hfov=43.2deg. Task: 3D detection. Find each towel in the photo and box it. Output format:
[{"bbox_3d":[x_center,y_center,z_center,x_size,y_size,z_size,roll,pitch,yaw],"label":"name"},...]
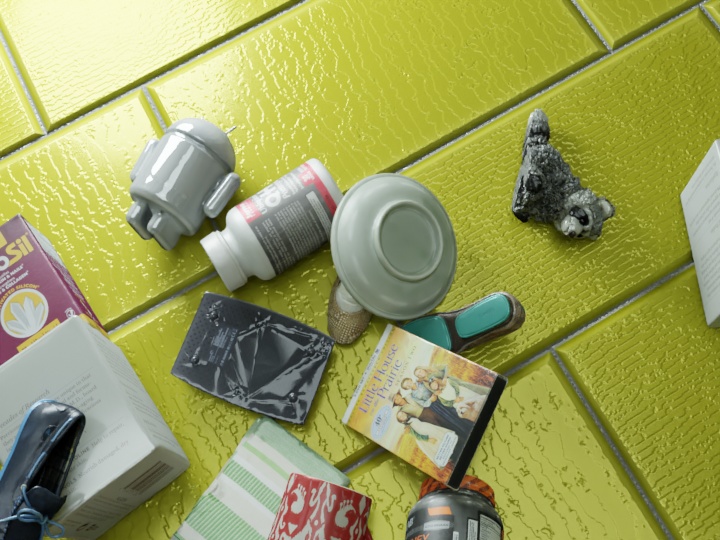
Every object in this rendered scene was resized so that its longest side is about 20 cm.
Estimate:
[{"bbox_3d":[-0.129,0.308,1.174,0.151,0.023,0.201,34,74,13],"label":"towel"}]

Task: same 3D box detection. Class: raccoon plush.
[{"bbox_3d":[0.294,-0.136,1.279,0.131,0.097,0.204,14,71,0],"label":"raccoon plush"}]

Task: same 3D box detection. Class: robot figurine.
[{"bbox_3d":[-0.250,-0.131,1.290,0.167,0.113,0.203,23,72,18],"label":"robot figurine"}]

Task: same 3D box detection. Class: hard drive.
[{"bbox_3d":[-0.143,0.121,1.231,0.196,0.042,0.137,19,72,10],"label":"hard drive"}]

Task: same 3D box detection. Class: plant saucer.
[{"bbox_3d":[0.057,-0.036,1.224,0.196,0.050,0.205,5,79,-27],"label":"plant saucer"}]

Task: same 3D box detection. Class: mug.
[{"bbox_3d":[-0.052,0.366,1.103,0.131,0.177,0.204,3,69,39],"label":"mug"}]

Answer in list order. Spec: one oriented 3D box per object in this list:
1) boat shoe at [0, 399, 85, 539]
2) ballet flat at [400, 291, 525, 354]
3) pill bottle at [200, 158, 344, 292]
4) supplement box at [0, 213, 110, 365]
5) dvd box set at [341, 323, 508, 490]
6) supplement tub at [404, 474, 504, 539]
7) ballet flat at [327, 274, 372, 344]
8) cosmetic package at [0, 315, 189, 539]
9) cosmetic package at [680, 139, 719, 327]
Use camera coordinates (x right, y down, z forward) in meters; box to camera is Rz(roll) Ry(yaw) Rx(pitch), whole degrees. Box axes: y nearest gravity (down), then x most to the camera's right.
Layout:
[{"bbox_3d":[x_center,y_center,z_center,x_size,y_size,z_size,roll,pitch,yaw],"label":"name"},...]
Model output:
[{"bbox_3d":[-0.355,0.241,0.984,0.067,0.084,0.205,5,74,19],"label":"boat shoe"},{"bbox_3d":[0.133,0.084,1.207,0.197,0.067,0.070,-19,70,33],"label":"ballet flat"},{"bbox_3d":[-0.118,-0.058,1.257,0.198,0.111,0.112,-33,71,-9],"label":"pill bottle"},{"bbox_3d":[-0.452,0.048,1.242,0.130,0.104,0.201,-36,72,-8],"label":"supplement box"},{"bbox_3d":[0.076,0.165,1.141,0.198,0.029,0.149,22,83,46],"label":"dvd box set"},{"bbox_3d":[0.108,0.353,1.070,0.119,0.124,0.203,6,49,5],"label":"supplement tub"},{"bbox_3d":[0.000,0.000,1.254,0.069,0.065,0.204,15,71,11],"label":"ballet flat"},{"bbox_3d":[-0.347,0.202,1.138,0.165,0.168,0.201,-35,71,-7],"label":"cosmetic package"},{"bbox_3d":[0.537,-0.051,1.189,0.162,0.168,0.205,-5,70,1],"label":"cosmetic package"}]
